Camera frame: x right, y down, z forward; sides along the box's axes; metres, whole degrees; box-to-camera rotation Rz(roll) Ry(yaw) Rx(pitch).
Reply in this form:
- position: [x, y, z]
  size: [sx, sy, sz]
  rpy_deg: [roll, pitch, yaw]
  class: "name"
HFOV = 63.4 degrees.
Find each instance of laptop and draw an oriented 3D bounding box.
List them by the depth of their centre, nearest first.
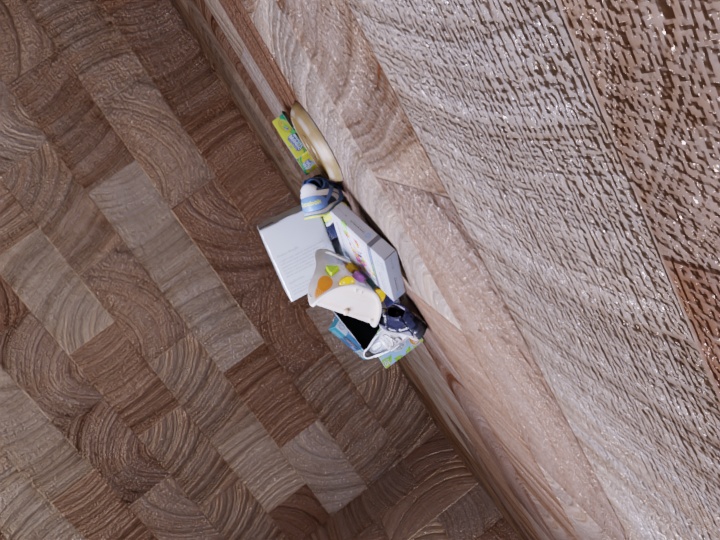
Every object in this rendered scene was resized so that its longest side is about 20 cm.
- position: [-0.041, 0.117, 1.556]
  size: [0.179, 0.103, 0.199]
  rpy_deg: [51, 159, -5]
  class: "laptop"

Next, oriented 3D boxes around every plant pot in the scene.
- position: [-0.104, -0.283, 1.315]
  size: [0.203, 0.027, 0.200]
  rpy_deg: [57, 176, 6]
  class: "plant pot"

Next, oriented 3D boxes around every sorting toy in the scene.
- position: [-0.039, 0.020, 1.418]
  size: [0.196, 0.108, 0.182]
  rpy_deg: [21, -154, -35]
  class: "sorting toy"

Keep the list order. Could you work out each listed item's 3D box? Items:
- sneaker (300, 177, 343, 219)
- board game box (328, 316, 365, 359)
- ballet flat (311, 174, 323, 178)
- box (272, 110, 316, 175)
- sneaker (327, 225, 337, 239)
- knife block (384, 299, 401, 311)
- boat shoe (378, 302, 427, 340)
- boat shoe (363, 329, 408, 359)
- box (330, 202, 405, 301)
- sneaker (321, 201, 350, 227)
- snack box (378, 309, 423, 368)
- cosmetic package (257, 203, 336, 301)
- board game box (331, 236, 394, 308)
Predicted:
- position: [-0.091, -0.185, 1.368]
  size: [0.201, 0.072, 0.085]
  rpy_deg: [-65, -41, -67]
  class: "sneaker"
- position: [0.010, 0.141, 1.782]
  size: [0.150, 0.203, 0.047]
  rpy_deg: [40, 148, -18]
  class: "board game box"
- position: [-0.092, -0.185, 1.667]
  size: [0.203, 0.056, 0.067]
  rpy_deg: [60, 175, -33]
  class: "ballet flat"
- position: [-0.167, -0.325, 1.497]
  size: [0.119, 0.048, 0.200]
  rpy_deg: [56, 178, 5]
  class: "box"
- position: [-0.063, -0.106, 1.904]
  size: [0.204, 0.069, 0.078]
  rpy_deg: [60, -175, -7]
  class: "sneaker"
- position: [0.038, 0.014, 1.619]
  size: [0.203, 0.063, 0.175]
  rpy_deg: [59, 174, -22]
  class: "knife block"
- position: [0.089, 0.119, 1.517]
  size: [0.093, 0.076, 0.198]
  rpy_deg: [44, 161, -25]
  class: "boat shoe"
- position: [0.081, 0.190, 1.614]
  size: [0.071, 0.200, 0.069]
  rpy_deg: [47, -146, 2]
  class: "boat shoe"
- position: [0.017, -0.043, 1.326]
  size: [0.200, 0.041, 0.158]
  rpy_deg: [45, 163, 33]
  class: "box"
- position: [-0.089, -0.173, 1.527]
  size: [0.092, 0.077, 0.199]
  rpy_deg: [59, 168, -16]
  class: "sneaker"
- position: [0.075, 0.160, 1.719]
  size: [0.203, 0.140, 0.053]
  rpy_deg: [57, 177, -4]
  class: "snack box"
- position: [-0.163, -0.056, 1.555]
  size: [0.205, 0.161, 0.165]
  rpy_deg: [67, 171, -12]
  class: "cosmetic package"
- position: [0.000, 0.000, 1.538]
  size: [0.198, 0.043, 0.205]
  rpy_deg: [-8, 106, 65]
  class: "board game box"
